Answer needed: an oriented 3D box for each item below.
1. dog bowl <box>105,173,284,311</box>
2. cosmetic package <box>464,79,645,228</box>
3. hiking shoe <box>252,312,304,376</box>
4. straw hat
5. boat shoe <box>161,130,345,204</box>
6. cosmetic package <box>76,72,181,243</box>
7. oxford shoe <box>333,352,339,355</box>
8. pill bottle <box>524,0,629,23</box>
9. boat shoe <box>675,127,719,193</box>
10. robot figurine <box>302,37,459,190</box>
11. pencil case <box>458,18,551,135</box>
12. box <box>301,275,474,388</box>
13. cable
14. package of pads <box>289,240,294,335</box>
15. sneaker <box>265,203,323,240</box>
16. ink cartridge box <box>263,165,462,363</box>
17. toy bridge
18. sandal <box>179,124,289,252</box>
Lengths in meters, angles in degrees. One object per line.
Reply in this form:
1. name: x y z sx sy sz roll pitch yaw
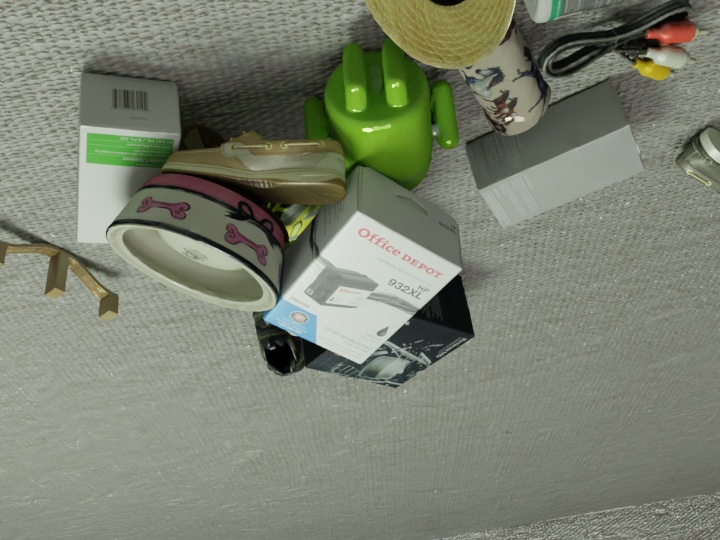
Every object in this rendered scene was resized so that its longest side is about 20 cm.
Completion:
1. dog bowl: -0.172 -0.031 0.857 0.198 0.074 0.200 16 159 6
2. cosmetic package: 0.247 -0.144 0.990 0.198 0.091 0.107 -24 144 16
3. hiking shoe: -0.136 0.140 1.301 0.075 0.102 0.201 -12 147 6
4. straw hat: 0.089 -0.296 0.713 0.085 0.201 0.202 -41 161 -31
5. boat shoe: -0.112 -0.113 0.835 0.198 0.067 0.074 5 160 2
6. cosmetic package: -0.271 -0.121 0.895 0.106 0.086 0.201 0 145 -20
7. oxford shoe: 0.037 0.043 1.061 0.075 0.070 0.201 41 80 -27
8. pill bottle: 0.248 -0.308 0.716 0.198 0.114 0.113 -13 147 5
9. boat shoe: 0.521 -0.132 1.088 0.200 0.073 0.060 22 138 -30
10. robot figurine: 0.023 -0.162 0.876 0.173 0.117 0.201 -9 147 3
11. pencil case: 0.140 -0.226 0.845 0.089 0.079 0.200 -8 151 31
12. box: 0.037 0.078 1.236 0.195 0.125 0.200 17 139 -36
13. cable: 0.295 -0.246 0.851 0.198 0.051 0.097 -12 149 -24
14. package of pads: -0.026 -0.012 1.047 0.199 0.155 0.068 -26 129 24
15. sneaker: -0.119 -0.054 1.042 0.199 0.076 0.076 -30 140 31
16. ink cartridge box: 0.000 0.000 0.894 0.144 0.084 0.200 27 128 -22
17. toy bridge: -0.413 0.005 1.062 0.027 0.068 0.199 -28 141 27
18. sandal: -0.162 -0.083 0.945 0.054 0.081 0.201 -5 131 45
